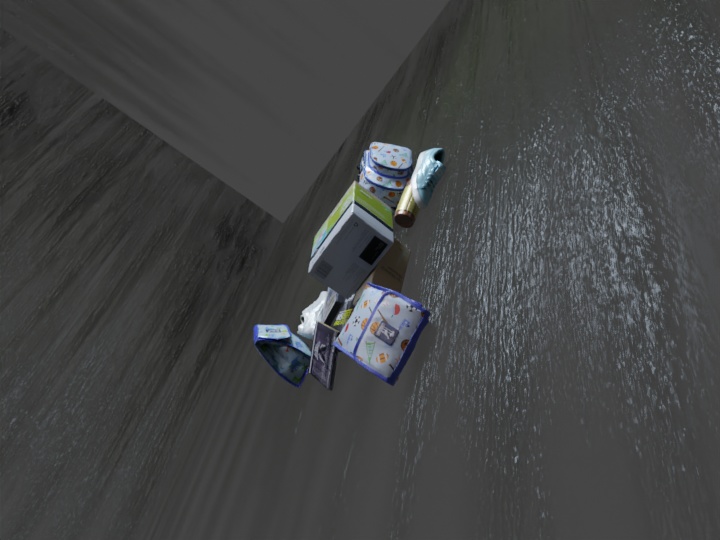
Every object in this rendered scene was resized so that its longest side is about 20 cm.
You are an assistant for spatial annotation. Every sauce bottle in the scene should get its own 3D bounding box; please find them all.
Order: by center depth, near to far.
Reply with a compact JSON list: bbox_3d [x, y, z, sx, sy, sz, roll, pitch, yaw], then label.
[{"bbox_3d":[0.154,-0.218,1.546,0.066,0.065,0.204,-31,30,57],"label":"sauce bottle"}]

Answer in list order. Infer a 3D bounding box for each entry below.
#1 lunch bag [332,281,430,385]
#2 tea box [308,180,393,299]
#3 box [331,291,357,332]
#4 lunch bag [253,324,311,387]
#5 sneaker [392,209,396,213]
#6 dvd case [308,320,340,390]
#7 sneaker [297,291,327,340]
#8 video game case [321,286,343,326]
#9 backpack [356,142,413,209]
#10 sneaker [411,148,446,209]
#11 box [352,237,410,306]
[{"bbox_3d":[0.049,0.132,1.135,0.173,0.122,0.199,-60,30,-5],"label":"lunch bag"},{"bbox_3d":[-0.023,-0.080,1.369,0.201,0.132,0.199,-50,18,24],"label":"tea box"},{"bbox_3d":[-0.019,0.137,1.458,0.164,0.044,0.199,-65,17,-18],"label":"box"},{"bbox_3d":[-0.251,0.247,1.688,0.130,0.197,0.170,-57,15,-1],"label":"lunch bag"},{"bbox_3d":[0.071,-0.172,1.735,0.198,0.073,0.090,-1,90,64],"label":"sneaker"},{"bbox_3d":[-0.101,0.228,1.477,0.199,0.015,0.154,-170,89,-68],"label":"dvd case"},{"bbox_3d":[-0.154,0.139,1.774,0.203,0.077,0.072,-73,-7,-47],"label":"sneaker"},{"bbox_3d":[-0.079,0.071,1.671,0.202,0.025,0.185,119,164,-53],"label":"video game case"},{"bbox_3d":[0.083,-0.287,1.641,0.157,0.192,0.195,97,177,-51],"label":"backpack"},{"bbox_3d":[0.195,-0.266,1.495,0.080,0.073,0.206,-17,51,40],"label":"sneaker"},{"bbox_3d":[0.057,0.016,1.363,0.077,0.093,0.204,-39,26,46],"label":"box"}]
